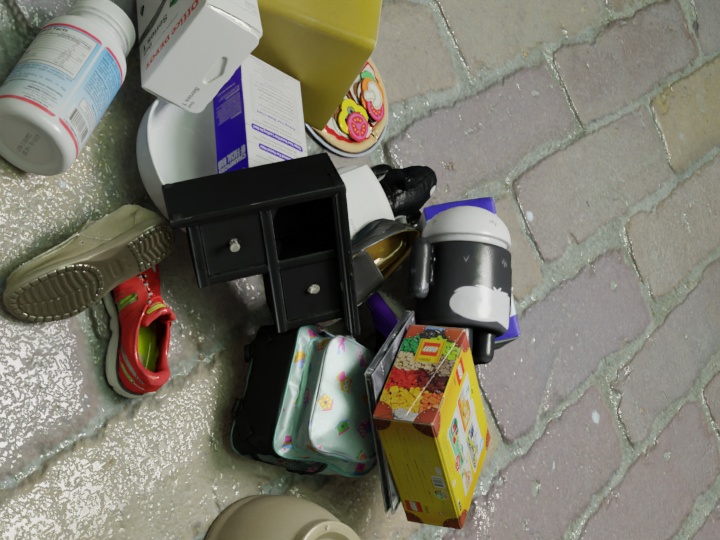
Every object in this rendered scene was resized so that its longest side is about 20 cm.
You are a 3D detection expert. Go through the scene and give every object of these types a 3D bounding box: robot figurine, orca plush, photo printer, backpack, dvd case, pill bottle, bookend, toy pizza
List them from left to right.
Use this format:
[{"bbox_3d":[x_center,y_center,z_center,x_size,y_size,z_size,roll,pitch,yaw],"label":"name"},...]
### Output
[{"bbox_3d":[-0.330,-0.212,1.256,0.109,0.108,0.202,42,51,-27],"label":"pill bottle"},{"bbox_3d":[-0.112,-0.012,1.291,0.197,0.092,0.201,-11,121,-10],"label":"bookend"},{"bbox_3d":[-0.042,0.167,1.390,0.199,0.152,0.178,31,63,-50],"label":"backpack"},{"bbox_3d":[-0.035,-0.046,1.505,0.199,0.069,0.169,-24,98,-37],"label":"photo printer"},{"bbox_3d":[-0.025,-0.265,1.635,0.199,0.032,0.203,17,65,-41],"label":"toy pizza"},{"bbox_3d":[0.044,-0.124,1.615,0.198,0.071,0.106,-5,63,-33],"label":"orca plush"},{"bbox_3d":[0.049,0.174,1.380,0.149,0.016,0.203,-52,140,-55],"label":"dvd case"},{"bbox_3d":[0.131,0.018,1.441,0.150,0.123,0.203,54,39,-74],"label":"robot figurine"}]

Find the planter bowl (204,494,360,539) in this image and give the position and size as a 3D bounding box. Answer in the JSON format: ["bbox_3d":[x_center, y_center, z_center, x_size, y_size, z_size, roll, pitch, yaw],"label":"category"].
[{"bbox_3d":[-0.072,0.359,1.309,0.199,0.134,0.203,16,66,-41],"label":"planter bowl"}]

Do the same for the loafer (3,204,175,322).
[{"bbox_3d":[-0.301,-0.011,1.231,0.198,0.068,0.076,-26,136,-22],"label":"loafer"}]

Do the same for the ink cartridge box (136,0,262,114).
[{"bbox_3d":[-0.198,-0.313,1.347,0.084,0.146,0.202,23,38,-34],"label":"ink cartridge box"}]

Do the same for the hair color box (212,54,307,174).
[{"bbox_3d":[-0.123,-0.159,1.390,0.109,0.064,0.202,22,50,-44],"label":"hair color box"}]

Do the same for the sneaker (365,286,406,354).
[{"bbox_3d":[0.044,0.119,1.480,0.201,0.099,0.070,58,3,-2],"label":"sneaker"}]

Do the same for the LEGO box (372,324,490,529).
[{"bbox_3d":[0.092,0.191,1.365,0.150,0.076,0.202,-64,148,-42],"label":"LEGO box"}]

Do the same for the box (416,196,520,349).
[{"bbox_3d":[0.148,0.015,1.597,0.103,0.184,0.203,-10,82,-3],"label":"box"}]

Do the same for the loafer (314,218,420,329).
[{"bbox_3d":[0.000,0.000,1.436,0.200,0.072,0.073,-49,117,-29],"label":"loafer"}]

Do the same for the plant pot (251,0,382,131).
[{"bbox_3d":[-0.086,-0.340,1.480,0.174,0.200,0.202,16,58,-17],"label":"plant pot"}]

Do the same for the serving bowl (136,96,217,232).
[{"bbox_3d":[-0.201,-0.121,1.377,0.199,0.065,0.202,31,46,-37],"label":"serving bowl"}]

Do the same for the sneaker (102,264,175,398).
[{"bbox_3d":[-0.243,0.043,1.277,0.076,0.084,0.203,5,74,-44],"label":"sneaker"}]

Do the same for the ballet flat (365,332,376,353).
[{"bbox_3d":[0.049,0.180,1.540,0.067,0.063,0.203,1,77,-46],"label":"ballet flat"}]
